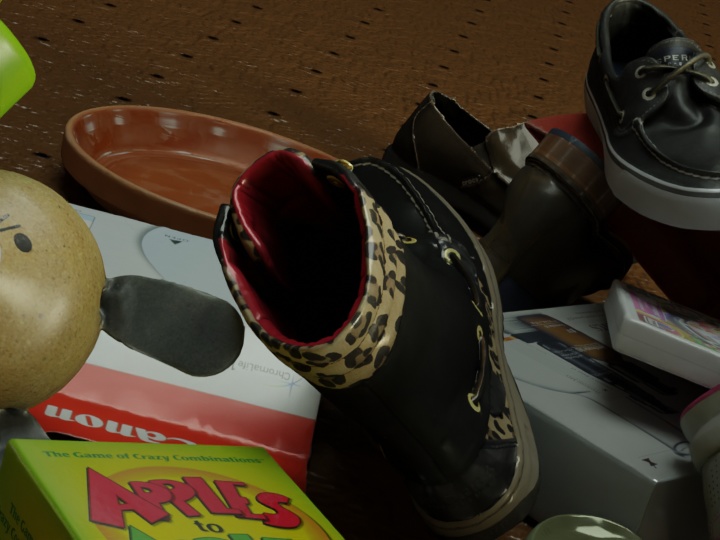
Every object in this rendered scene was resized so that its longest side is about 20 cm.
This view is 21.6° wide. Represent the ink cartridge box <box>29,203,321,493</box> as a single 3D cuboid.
[{"bbox_3d":[-0.091,0.030,0.809,0.159,0.048,0.200,15,16,-5],"label":"ink cartridge box"}]

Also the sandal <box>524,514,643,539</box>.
[{"bbox_3d":[0.097,0.128,0.670,0.079,0.058,0.201,12,18,-13],"label":"sandal"}]

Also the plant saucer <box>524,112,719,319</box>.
[{"bbox_3d":[0.200,-0.003,1.007,0.200,0.037,0.200,46,-6,-35],"label":"plant saucer"}]

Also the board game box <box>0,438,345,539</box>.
[{"bbox_3d":[-0.037,0.121,0.586,0.101,0.048,0.200,5,21,-32],"label":"board game box"}]

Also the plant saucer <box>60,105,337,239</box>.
[{"bbox_3d":[-0.074,-0.045,1.076,0.198,0.033,0.201,15,18,-5],"label":"plant saucer"}]

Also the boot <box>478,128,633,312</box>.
[{"bbox_3d":[0.094,-0.004,1.042,0.075,0.097,0.200,40,-7,18],"label":"boot"}]

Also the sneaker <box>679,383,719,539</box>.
[{"bbox_3d":[0.212,0.125,0.768,0.199,0.081,0.089,26,50,-14],"label":"sneaker"}]

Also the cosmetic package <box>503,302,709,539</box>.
[{"bbox_3d":[0.126,0.071,0.884,0.150,0.052,0.199,33,23,34],"label":"cosmetic package"}]

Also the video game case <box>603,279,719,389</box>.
[{"bbox_3d":[0.208,0.055,0.862,0.198,0.018,0.143,22,8,3],"label":"video game case"}]

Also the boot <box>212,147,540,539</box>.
[{"bbox_3d":[0.000,0.000,0.764,0.151,0.073,0.201,48,21,-47],"label":"boot"}]

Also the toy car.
[{"bbox_3d":[-0.147,-0.003,0.688,0.200,0.164,0.158,42,-14,10],"label":"toy car"}]

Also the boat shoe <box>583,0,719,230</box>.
[{"bbox_3d":[0.152,-0.085,0.929,0.069,0.067,0.200,-2,26,-2],"label":"boat shoe"}]

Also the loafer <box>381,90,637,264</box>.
[{"bbox_3d":[0.101,-0.061,1.215,0.199,0.072,0.073,26,20,27],"label":"loafer"}]
